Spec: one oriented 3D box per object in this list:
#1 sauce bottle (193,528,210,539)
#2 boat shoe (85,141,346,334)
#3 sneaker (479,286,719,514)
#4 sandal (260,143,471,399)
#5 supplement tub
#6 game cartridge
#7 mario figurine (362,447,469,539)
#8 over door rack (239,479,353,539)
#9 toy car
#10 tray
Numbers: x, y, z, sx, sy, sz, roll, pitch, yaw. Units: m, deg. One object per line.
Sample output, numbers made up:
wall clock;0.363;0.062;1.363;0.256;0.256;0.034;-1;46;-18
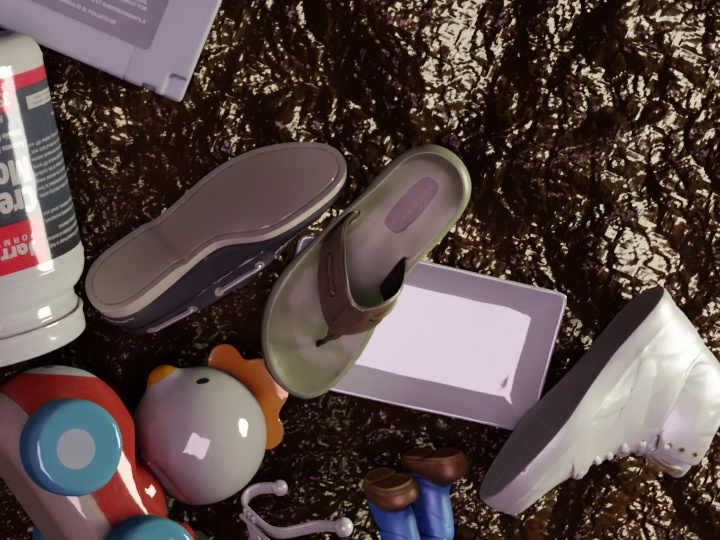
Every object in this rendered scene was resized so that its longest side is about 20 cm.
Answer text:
sauce bottle;-0.188;0.263;1.137;0.199;0.065;0.065;-33;103;4
boat shoe;-0.095;-0.021;1.094;0.199;0.073;0.063;-31;147;-3
sneaker;0.185;0.122;1.118;0.200;0.074;0.116;-46;103;-9
sandal;0.000;-0.001;1.073;0.080;0.057;0.201;34;98;-11
supplement tub;-0.259;-0.046;1.020;0.139;0.140;0.201;-10;103;-2
game cartridge;-0.187;-0.212;1.043;0.199;0.042;0.134;23;96;-10
mario figurine;0.069;0.233;1.129;0.123;0.106;0.201;-14;105;-4
over door rack;-0.013;0.250;1.066;0.066;0.200;0.149;-21;125;-15
toy car;-0.140;0.112;1.075;0.200;0.184;0.178;-37;104;-24
tray;0.040;0.044;1.127;0.199;0.022;0.108;13;102;-8
